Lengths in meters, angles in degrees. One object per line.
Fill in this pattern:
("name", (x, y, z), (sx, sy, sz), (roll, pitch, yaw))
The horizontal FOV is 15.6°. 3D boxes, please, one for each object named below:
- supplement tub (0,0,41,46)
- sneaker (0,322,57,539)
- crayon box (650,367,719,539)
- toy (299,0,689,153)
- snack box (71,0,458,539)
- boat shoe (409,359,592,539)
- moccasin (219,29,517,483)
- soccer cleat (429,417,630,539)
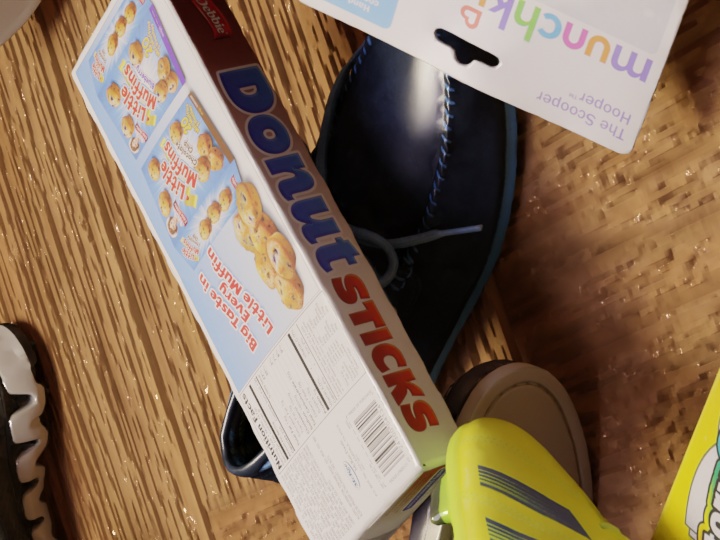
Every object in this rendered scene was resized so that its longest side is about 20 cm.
("supplement tub", (-0.222, -0.183, 1.085), (0.200, 0.144, 0.145), (58, 144, 25))
("sneaker", (-0.180, 0.129, 1.195), (0.066, 0.090, 0.201), (8, 109, 56))
("crayon box", (0.167, 0.061, 0.670), (0.173, 0.058, 0.200), (52, 142, 35))
("toy", (0.045, -0.128, 0.715), (0.115, 0.047, 0.200), (27, 125, 13))
("snack box", (-0.033, -0.007, 0.853), (0.200, 0.024, 0.072), (62, 143, 19))
("boat shoe", (0.031, 0.112, 0.886), (0.063, 0.073, 0.201), (33, 133, 43))
("moccasin", (0.000, 0.000, 0.888), (0.080, 0.068, 0.200), (44, 133, 41))
("soccer cleat", (0.083, 0.117, 0.734), (0.084, 0.065, 0.200), (-35, 54, 15))
